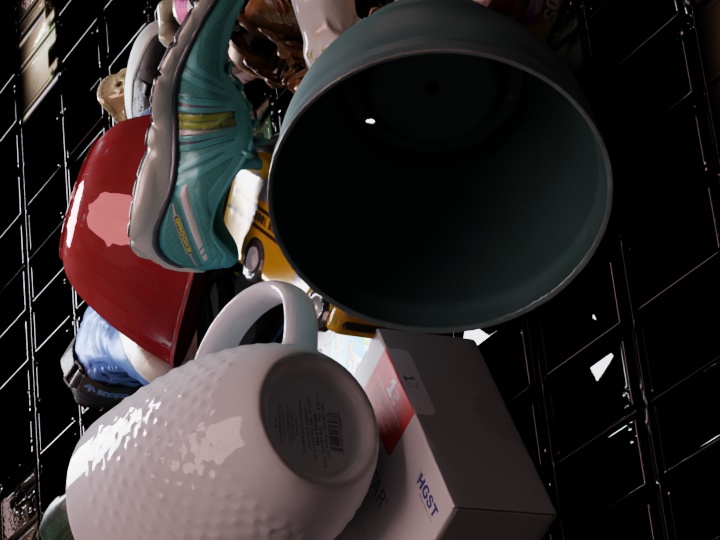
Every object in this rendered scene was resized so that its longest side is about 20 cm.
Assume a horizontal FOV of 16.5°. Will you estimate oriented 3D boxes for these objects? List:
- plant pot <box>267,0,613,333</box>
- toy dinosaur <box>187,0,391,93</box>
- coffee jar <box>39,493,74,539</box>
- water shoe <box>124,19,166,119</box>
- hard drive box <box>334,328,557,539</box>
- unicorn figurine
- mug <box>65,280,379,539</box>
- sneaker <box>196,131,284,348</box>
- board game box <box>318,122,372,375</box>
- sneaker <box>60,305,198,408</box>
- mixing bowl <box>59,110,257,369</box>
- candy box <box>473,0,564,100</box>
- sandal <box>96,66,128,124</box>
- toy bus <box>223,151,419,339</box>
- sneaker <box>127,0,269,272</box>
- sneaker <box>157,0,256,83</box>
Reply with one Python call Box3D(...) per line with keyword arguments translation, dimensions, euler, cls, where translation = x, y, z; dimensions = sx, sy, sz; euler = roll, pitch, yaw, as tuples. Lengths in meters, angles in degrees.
Box3D(translation=(0.046, -0.082, 1.481), dimensions=(0.134, 0.200, 0.201), euler=(-90, 23, -52), cls="plant pot")
Box3D(translation=(-0.053, -0.162, 1.714), dimensions=(0.102, 0.135, 0.201), euler=(-42, 57, 45), cls="toy dinosaur")
Box3D(translation=(-0.133, 0.232, 1.744), dimensions=(0.200, 0.104, 0.085), euler=(55, 131, 16), cls="coffee jar")
Box3D(translation=(-0.139, -0.096, 1.946), dimensions=(0.079, 0.071, 0.201), euler=(26, 118, 55), cls="water shoe")
Box3D(translation=(0.026, 0.163, 1.559), dimensions=(0.200, 0.077, 0.156), euler=(-63, 34, 32), cls="hard drive box")
Box3D(translation=(-0.020, -0.193, 1.628), dimensions=(0.137, 0.074, 0.201), euler=(147, 123, -59), cls="unicorn figurine")
Box3D(translation=(-0.072, 0.099, 1.535), dimensions=(0.175, 0.147, 0.201), euler=(-33, 42, 46), cls="mug")
Box3D(translation=(-0.081, -0.014, 1.787), dimensions=(0.071, 0.083, 0.200), euler=(32, 116, 22), cls="sneaker")
Box3D(translation=(0.000, 0.000, 1.691), dimensions=(0.126, 0.035, 0.201), euler=(15, 97, 61), cls="board game box")
Box3D(translation=(-0.182, 0.074, 1.967), dimensions=(0.111, 0.077, 0.200), euler=(-66, 27, 18), cls="sneaker")
Box3D(translation=(-0.155, -0.038, 1.827), dimensions=(0.200, 0.108, 0.201), euler=(18, -90, -89), cls="mixing bowl")
Box3D(translation=(0.067, -0.213, 1.598), dimensions=(0.117, 0.056, 0.200), euler=(-66, 30, 30), cls="candy box")
Box3D(translation=(-0.188, -0.130, 2.041), dimensions=(0.212, 0.069, 0.078), euler=(-46, 45, 48), cls="sandal")
Box3D(translation=(-0.023, -0.015, 1.633), dimensions=(0.200, 0.065, 0.079), euler=(34, 112, 59), cls="toy bus")
Box3D(translation=(-0.098, -0.097, 1.654), dimensions=(0.078, 0.079, 0.201), euler=(-50, -28, -74), cls="sneaker")
Box3D(translation=(-0.090, -0.194, 1.852), dimensions=(0.200, 0.088, 0.082), euler=(-29, 58, 56), cls="sneaker")
